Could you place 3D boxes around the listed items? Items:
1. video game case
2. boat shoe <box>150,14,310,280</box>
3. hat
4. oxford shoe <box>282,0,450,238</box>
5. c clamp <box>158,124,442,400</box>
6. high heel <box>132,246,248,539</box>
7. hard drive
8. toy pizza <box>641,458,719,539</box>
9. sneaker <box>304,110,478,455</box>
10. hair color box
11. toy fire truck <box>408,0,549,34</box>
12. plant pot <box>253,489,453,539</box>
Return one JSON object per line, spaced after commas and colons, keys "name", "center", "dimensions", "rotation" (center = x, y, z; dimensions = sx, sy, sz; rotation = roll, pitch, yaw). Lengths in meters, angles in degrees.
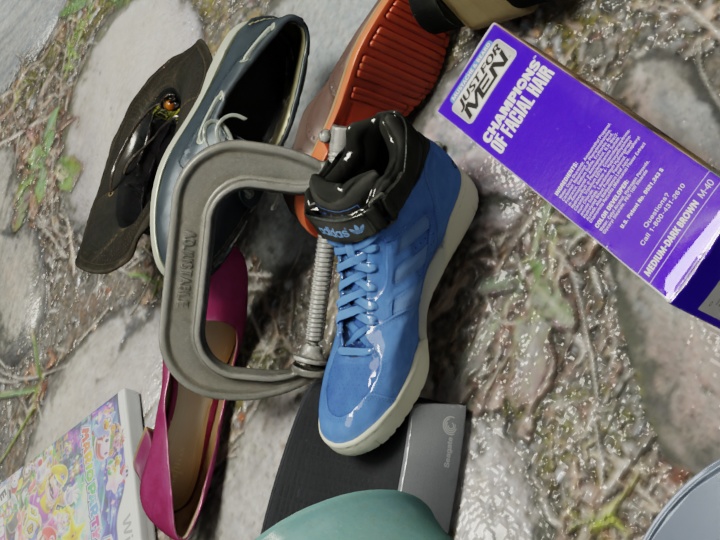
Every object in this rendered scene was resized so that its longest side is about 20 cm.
{"name": "video game case", "center": [-0.237, 0.204, 1.021], "dimensions": [0.199, 0.018, 0.145], "rotation": [-36, 51, 31]}
{"name": "boat shoe", "center": [-0.084, -0.084, 0.870], "dimensions": [0.061, 0.074, 0.202], "rotation": [-3, 59, 55]}
{"name": "hat", "center": [-0.142, -0.073, 0.980], "dimensions": [0.200, 0.080, 0.203], "rotation": [-40, 34, 34]}
{"name": "oxford shoe", "center": [-0.003, -0.126, 0.872], "dimensions": [0.072, 0.071, 0.202], "rotation": [39, 104, 51]}
{"name": "c clamp", "center": [-0.047, -0.004, 0.839], "dimensions": [0.027, 0.168, 0.203], "rotation": [-120, 43, -75]}
{"name": "high heel", "center": [-0.113, 0.087, 0.896], "dimensions": [0.096, 0.067, 0.202], "rotation": [42, 111, 56]}
{"name": "hard drive", "center": [-0.010, 0.171, 0.782], "dimensions": [0.134, 0.042, 0.203], "rotation": [5, 79, 46]}
{"name": "toy pizza", "center": [0.204, 0.176, 0.569], "dimensions": [0.198, 0.031, 0.203], "rotation": [-19, 61, 39]}
{"name": "sneaker", "center": [-0.001, 0.000, 0.757], "dimensions": [0.076, 0.111, 0.202], "rotation": [4, 63, 44]}
{"name": "hair color box", "center": [0.140, -0.047, 0.663], "dimensions": [0.065, 0.109, 0.200], "rotation": [-57, 44, 12]}
{"name": "toy fire truck", "center": [0.076, -0.280, 0.786], "dimensions": [0.127, 0.176, 0.203], "rotation": [-9, 54, 44]}
{"name": "plant pot", "center": [0.016, 0.220, 0.617], "dimensions": [0.200, 0.199, 0.189], "rotation": [-48, 48, 21]}
